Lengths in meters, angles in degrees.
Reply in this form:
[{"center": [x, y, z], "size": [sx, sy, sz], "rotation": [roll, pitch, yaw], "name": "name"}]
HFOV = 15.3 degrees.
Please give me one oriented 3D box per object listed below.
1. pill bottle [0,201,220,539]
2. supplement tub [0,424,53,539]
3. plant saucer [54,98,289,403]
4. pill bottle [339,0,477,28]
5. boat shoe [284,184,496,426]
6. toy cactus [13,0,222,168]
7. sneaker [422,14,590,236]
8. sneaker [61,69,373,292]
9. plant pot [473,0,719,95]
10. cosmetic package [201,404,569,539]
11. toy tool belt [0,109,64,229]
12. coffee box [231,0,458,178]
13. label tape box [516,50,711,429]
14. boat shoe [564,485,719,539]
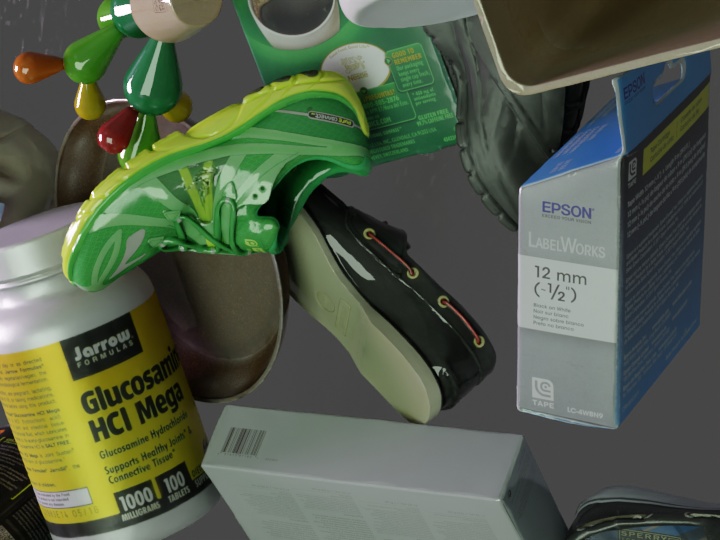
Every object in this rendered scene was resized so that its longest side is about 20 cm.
[{"center": [-0.166, 0.065, 1.642], "size": [0.112, 0.112, 0.200], "rotation": [-11, 105, 31], "name": "pill bottle"}, {"center": [-0.234, 0.177, 1.722], "size": [0.122, 0.200, 0.123], "rotation": [11, 117, 23], "name": "supplement tub"}, {"center": [-0.110, -0.015, 1.647], "size": [0.200, 0.032, 0.201], "rotation": [24, 127, 37], "name": "plant saucer"}, {"center": [0.025, -0.239, 1.428], "size": [0.113, 0.113, 0.201], "rotation": [-16, 81, 32], "name": "pill bottle"}, {"center": [-0.001, 0.001, 1.608], "size": [0.201, 0.063, 0.074], "rotation": [48, 152, 16], "name": "boat shoe"}, {"center": [-0.128, -0.156, 1.529], "size": [0.165, 0.102, 0.201], "rotation": [-174, 91, -68], "name": "toy cactus"}, {"center": [0.096, -0.107, 1.501], "size": [0.091, 0.076, 0.200], "rotation": [-13, 107, 27], "name": "sneaker"}, {"center": [-0.083, -0.039, 1.526], "size": [0.200, 0.074, 0.084], "rotation": [-30, 78, 9], "name": "sneaker"}, {"center": [0.160, -0.227, 1.346], "size": [0.199, 0.177, 0.200], "rotation": [-12, 107, 32], "name": "plant pot"}, {"center": [0.022, 0.150, 1.627], "size": [0.200, 0.052, 0.151], "rotation": [5, 143, 26], "name": "cosmetic package"}, {"center": [-0.270, -0.005, 1.706], "size": [0.125, 0.123, 0.200], "rotation": [25, 122, 16], "name": "toy tool belt"}, {"center": [-0.011, -0.159, 1.549], "size": [0.123, 0.044, 0.200], "rotation": [-14, 105, 31], "name": "coffee box"}, {"center": [0.139, -0.035, 1.465], "size": [0.066, 0.143, 0.200], "rotation": [8, 116, 24], "name": "label tape box"}, {"center": [0.211, 0.167, 1.565], "size": [0.200, 0.066, 0.070], "rotation": [8, 116, 25], "name": "boat shoe"}]
